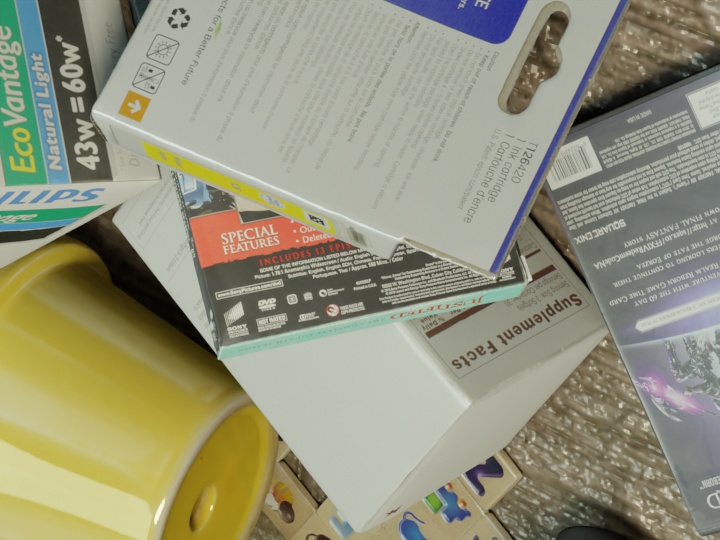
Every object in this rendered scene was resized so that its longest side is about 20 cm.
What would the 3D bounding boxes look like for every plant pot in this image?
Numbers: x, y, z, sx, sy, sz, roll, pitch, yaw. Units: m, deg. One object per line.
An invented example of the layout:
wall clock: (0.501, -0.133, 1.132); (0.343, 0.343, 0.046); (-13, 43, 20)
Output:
plant pot: (-0.155, 0.090, 1.542); (0.188, 0.201, 0.202); (23, 124, 21)

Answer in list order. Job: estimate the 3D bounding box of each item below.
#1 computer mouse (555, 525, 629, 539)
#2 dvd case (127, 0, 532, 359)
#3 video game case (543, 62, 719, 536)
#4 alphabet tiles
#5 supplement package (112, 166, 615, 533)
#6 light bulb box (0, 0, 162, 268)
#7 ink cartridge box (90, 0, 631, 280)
computer mouse: (0.168, 0.195, 1.406); (0.200, 0.034, 0.059); (47, 148, 6)
dvd case: (-0.019, -0.068, 1.336); (0.022, 0.145, 0.201); (108, 147, -69)
video game case: (0.167, 0.013, 1.328); (0.142, 0.019, 0.201); (-22, 94, 46)
alphabet tiles: (0.021, 0.124, 1.521); (0.200, 0.008, 0.167); (51, 134, 12)
supplement package: (0.000, 0.000, 1.405); (0.200, 0.117, 0.117); (51, 135, 12)
light bulb box: (-0.211, -0.104, 1.384); (0.200, 0.124, 0.200); (-23, 76, 50)
ink cartridge box: (0.013, -0.111, 1.295); (0.199, 0.198, 0.047); (24, 166, 14)
